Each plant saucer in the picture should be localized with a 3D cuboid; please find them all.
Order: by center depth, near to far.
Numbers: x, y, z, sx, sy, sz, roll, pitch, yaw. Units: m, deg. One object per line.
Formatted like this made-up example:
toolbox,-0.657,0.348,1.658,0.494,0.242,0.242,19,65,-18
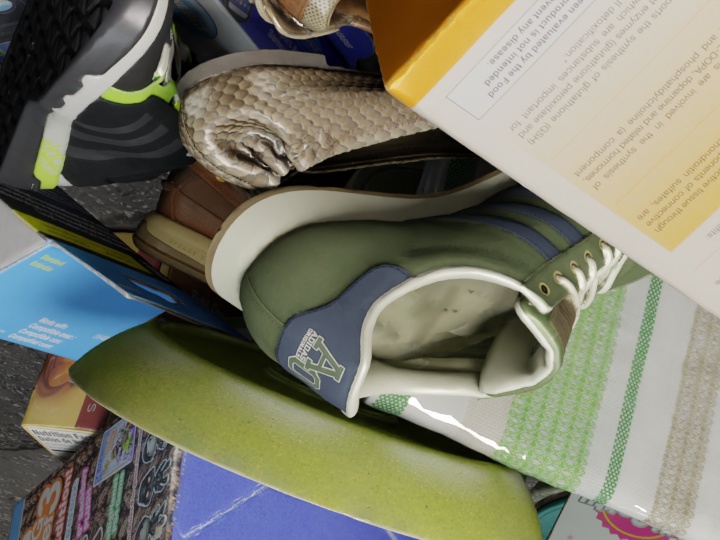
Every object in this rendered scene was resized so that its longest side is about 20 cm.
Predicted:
plant saucer,-0.016,0.061,0.809,0.200,0.031,0.200,21,-178,-1

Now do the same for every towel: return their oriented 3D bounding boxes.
towel,0.103,0.025,0.819,0.200,0.149,0.031,25,154,-15

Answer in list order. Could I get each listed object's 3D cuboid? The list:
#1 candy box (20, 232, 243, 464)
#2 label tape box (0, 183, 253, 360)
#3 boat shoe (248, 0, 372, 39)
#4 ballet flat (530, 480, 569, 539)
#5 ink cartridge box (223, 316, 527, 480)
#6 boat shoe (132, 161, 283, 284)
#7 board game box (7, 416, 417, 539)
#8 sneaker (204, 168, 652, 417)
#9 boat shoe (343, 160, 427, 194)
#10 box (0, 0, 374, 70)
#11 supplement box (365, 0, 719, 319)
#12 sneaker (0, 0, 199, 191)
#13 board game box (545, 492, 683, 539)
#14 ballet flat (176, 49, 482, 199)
candy box,-0.093,0.079,1.101,0.056,0.117,0.200,2,150,28
label tape box,-0.160,-0.012,0.889,0.200,0.063,0.144,39,-176,21
boat shoe,-0.012,-0.119,0.698,0.200,0.072,0.076,18,155,1
ballet flat,0.164,0.092,1.018,0.200,0.062,0.067,-17,126,42
ink cartridge box,0.023,0.070,1.026,0.200,0.059,0.104,-4,145,39
boat shoe,0.000,0.000,0.917,0.200,0.068,0.072,24,179,4
board game box,-0.066,0.146,0.997,0.159,0.097,0.200,21,144,-24
sneaker,0.052,0.010,0.722,0.200,0.090,0.067,-8,130,-29
boat shoe,0.076,0.007,0.867,0.200,0.075,0.068,19,150,-13
box,-0.095,-0.098,0.836,0.200,0.041,0.119,3,151,34
supplement box,0.117,-0.067,0.650,0.200,0.074,0.126,33,115,-26
sneaker,-0.083,-0.078,0.764,0.083,0.072,0.200,6,166,-18
board game box,0.116,0.140,0.893,0.064,0.200,0.148,19,138,16
ballet flat,0.027,-0.051,0.747,0.200,0.046,0.067,-2,159,-32
